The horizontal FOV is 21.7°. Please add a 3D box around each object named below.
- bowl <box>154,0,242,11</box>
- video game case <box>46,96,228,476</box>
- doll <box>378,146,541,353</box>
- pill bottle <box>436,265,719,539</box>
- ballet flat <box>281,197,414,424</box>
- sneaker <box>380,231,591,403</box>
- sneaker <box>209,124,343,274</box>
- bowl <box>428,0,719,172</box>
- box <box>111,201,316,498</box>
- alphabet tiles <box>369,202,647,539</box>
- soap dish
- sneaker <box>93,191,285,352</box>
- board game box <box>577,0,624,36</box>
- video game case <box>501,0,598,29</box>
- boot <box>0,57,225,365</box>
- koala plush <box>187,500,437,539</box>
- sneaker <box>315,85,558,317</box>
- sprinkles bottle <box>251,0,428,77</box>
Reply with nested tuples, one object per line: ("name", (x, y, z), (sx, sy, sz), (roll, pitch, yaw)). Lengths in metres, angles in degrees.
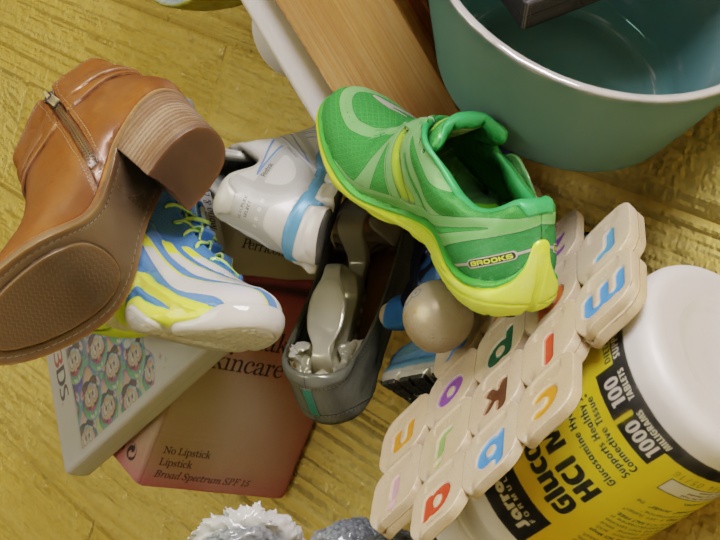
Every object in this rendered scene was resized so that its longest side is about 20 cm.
("bowl", (-0.074, -0.277, 1.375), (0.199, 0.107, 0.202), (-22, 62, 50))
("video game case", (-0.156, 0.012, 1.261), (0.200, 0.024, 0.184), (-40, 53, 39))
("doll", (0.054, -0.015, 1.098), (0.136, 0.048, 0.201), (-44, 18, 28))
("pill bottle", (0.125, 0.091, 0.992), (0.200, 0.112, 0.113), (-41, 50, 41))
("ballet flat", (0.000, 0.000, 1.184), (0.067, 0.064, 0.201), (1, 56, 24))
("sneaker", (0.090, 0.035, 1.112), (0.199, 0.078, 0.091), (-26, 40, 48))
("sneaker", (-0.052, -0.060, 1.172), (0.200, 0.086, 0.076), (-81, 10, -78))
("bowl", (0.120, -0.132, 1.021), (0.105, 0.199, 0.202), (108, 151, -50))
("box", (-0.091, 0.042, 1.296), (0.109, 0.127, 0.202), (41, 114, 49))
("alphabet tiles", (0.076, 0.053, 0.978), (0.200, 0.015, 0.196), (-45, 15, 25))
("soap dish", (-0.004, -0.151, 1.138), (0.081, 0.201, 0.158), (-28, 21, 13))
("sneaker", (-0.115, -0.010, 1.142), (0.199, 0.075, 0.106), (4, 80, 45))
("board game box", (0.135, -0.246, 1.102), (0.104, 0.023, 0.202), (23, 101, 19))
("video game case", (0.126, -0.229, 0.994), (0.181, 0.198, 0.026), (58, 162, 27))
("boot", (-0.183, -0.041, 1.136), (0.200, 0.074, 0.154), (-42, 39, -11))
("koala plush", (-0.012, 0.214, 1.076), (0.183, 0.199, 0.179), (-24, 62, 49))
("sneaker", (0.047, -0.054, 1.005), (0.200, 0.073, 0.084), (43, 132, 43))
("sprinkles bottle", (0.006, -0.189, 1.273), (0.199, 0.068, 0.069), (-18, 66, 51))
